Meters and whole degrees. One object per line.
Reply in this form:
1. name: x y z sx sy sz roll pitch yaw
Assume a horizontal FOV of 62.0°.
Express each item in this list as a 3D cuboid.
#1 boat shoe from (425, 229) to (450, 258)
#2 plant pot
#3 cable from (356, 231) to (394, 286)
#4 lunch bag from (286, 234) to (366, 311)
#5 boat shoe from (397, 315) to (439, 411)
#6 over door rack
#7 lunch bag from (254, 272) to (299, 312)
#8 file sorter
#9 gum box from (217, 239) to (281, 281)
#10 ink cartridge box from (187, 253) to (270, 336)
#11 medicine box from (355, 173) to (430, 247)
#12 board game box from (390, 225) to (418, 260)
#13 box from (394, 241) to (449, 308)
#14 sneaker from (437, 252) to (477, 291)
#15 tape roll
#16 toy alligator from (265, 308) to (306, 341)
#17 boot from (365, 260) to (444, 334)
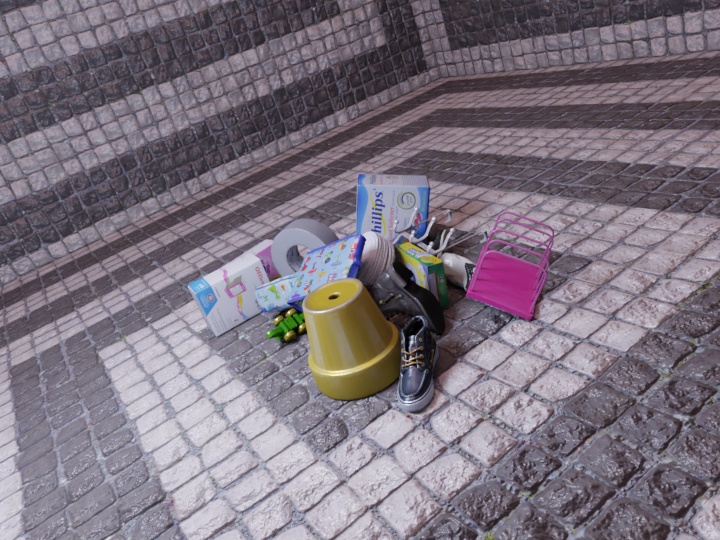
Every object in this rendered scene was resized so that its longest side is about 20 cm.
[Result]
1. boat shoe: 0.193 -0.049 1.558 0.067 0.072 0.200 -4 30 23
2. plant pot: -0.025 0.126 1.217 0.200 0.189 0.201 -16 23 7
3. cable: 0.000 0.000 1.453 0.200 0.069 0.200 -44 26 32
4. lunch bag: -0.062 0.006 1.357 0.200 0.094 0.151 -30 35 50
5. boat shoe: 0.101 0.172 1.141 0.071 0.091 0.200 -11 26 20
6. over door rack: 0.202 -0.109 1.506 0.200 0.067 0.148 -15 36 -32
7. lunch bag: -0.160 0.045 1.557 0.200 0.083 0.161 -18 3 38
8. file sorter: 0.325 -0.021 1.267 0.139 0.126 0.200 21 36 9
9. gum box: -0.318 0.005 1.789 0.200 0.114 0.066 -36 28 -33
10. ink cartridge box: -0.346 0.064 1.648 0.200 0.145 0.085 -30 26 -21
11. medicine box: 0.088 -0.169 1.694 0.199 0.183 0.103 1 26 0
12. board game box: 0.069 -0.034 1.582 0.135 0.034 0.200 -40 7 39
13. box: 0.137 0.008 1.425 0.048 0.118 0.200 -17 22 -15
14. sneaker: 0.255 0.014 1.394 0.072 0.072 0.200 15 15 -35
15. tape roll: -0.143 -0.040 1.642 0.200 0.201 0.066 -5 28 30
16. toy alligator: -0.154 0.128 1.489 0.200 0.059 0.054 -30 -19 -35
17. boot: 0.073 0.090 1.325 0.174 0.200 0.069 -42 -7 34
